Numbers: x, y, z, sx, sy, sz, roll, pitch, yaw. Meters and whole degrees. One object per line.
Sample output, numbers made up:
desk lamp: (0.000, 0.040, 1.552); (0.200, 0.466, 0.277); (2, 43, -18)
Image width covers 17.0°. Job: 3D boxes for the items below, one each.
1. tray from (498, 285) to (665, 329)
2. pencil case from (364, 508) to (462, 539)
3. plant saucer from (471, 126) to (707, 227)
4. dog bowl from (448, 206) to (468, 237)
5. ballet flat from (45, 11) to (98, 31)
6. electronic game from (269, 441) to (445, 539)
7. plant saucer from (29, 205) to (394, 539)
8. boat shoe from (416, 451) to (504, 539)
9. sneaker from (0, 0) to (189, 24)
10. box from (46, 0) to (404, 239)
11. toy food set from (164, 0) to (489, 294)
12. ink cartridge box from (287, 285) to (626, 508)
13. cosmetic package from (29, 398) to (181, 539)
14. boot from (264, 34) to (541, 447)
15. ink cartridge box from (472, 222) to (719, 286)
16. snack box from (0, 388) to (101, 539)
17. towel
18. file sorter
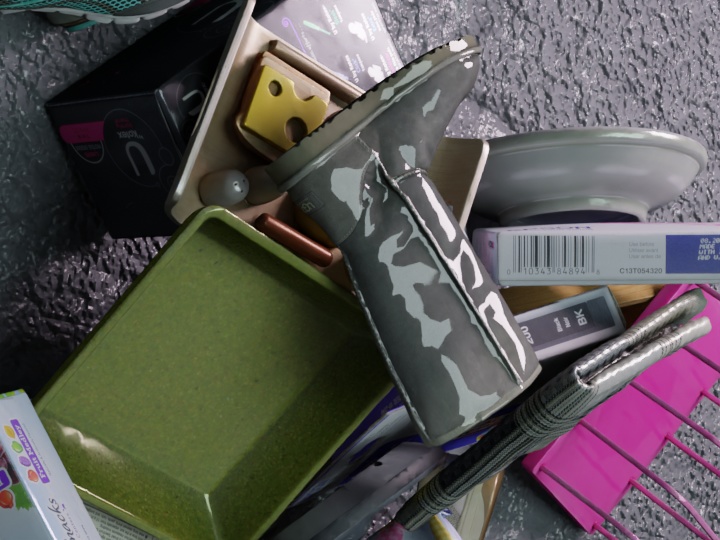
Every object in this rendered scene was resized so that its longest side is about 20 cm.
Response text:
tray: (0.144, 0.044, 1.819); (0.199, 0.099, 0.037); (-9, 58, -44)
pencil case: (-0.007, 0.242, 1.626); (0.199, 0.091, 0.083); (-33, 118, -5)
plant saucer: (0.153, -0.057, 1.749); (0.199, 0.200, 0.051); (9, 73, -44)
dog bowl: (0.000, 0.000, 1.703); (0.199, 0.058, 0.201); (-1, 91, -44)
ballet flat: (-0.115, -0.210, 1.553); (0.199, 0.067, 0.064); (-21, 102, -24)
electronic game: (-0.026, 0.177, 1.597); (0.200, 0.200, 0.042); (-34, 85, -39)
plant saucer: (-0.094, 0.065, 1.471); (0.200, 0.048, 0.200); (-49, 129, 10)
boat shoe: (0.048, 0.215, 1.728); (0.072, 0.065, 0.201); (-65, 171, -59)
sneaker: (-0.171, -0.189, 1.457); (0.199, 0.091, 0.078); (-9, 90, -16)
box: (-0.083, -0.115, 1.572); (0.200, 0.122, 0.106); (-40, 115, -37)
toy food set: (-0.018, -0.062, 1.494); (0.200, 0.060, 0.144); (30, 67, -29)
ink cartridge box: (0.057, 0.089, 1.660); (0.199, 0.198, 0.044); (-18, 74, -30)
cosmetic package: (-0.193, 0.191, 1.509); (0.105, 0.071, 0.201); (33, 69, -39)
boot: (0.053, -0.020, 1.459); (0.182, 0.073, 0.200); (-38, 92, -24)
ink cartridge box: (0.181, -0.014, 1.699); (0.195, 0.200, 0.044); (-1, 94, -4)
snack box: (-0.211, 0.190, 1.387); (0.201, 0.142, 0.053); (61, 24, 9)
towel: (0.133, 0.095, 1.597); (0.035, 0.193, 0.200); (52, 37, 7)
file sorter: (0.251, 0.128, 1.839); (0.200, 0.125, 0.139); (-50, 144, -5)
